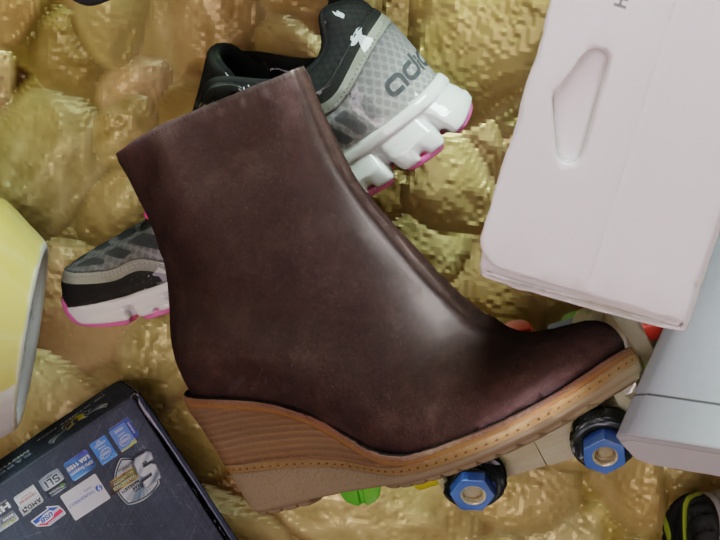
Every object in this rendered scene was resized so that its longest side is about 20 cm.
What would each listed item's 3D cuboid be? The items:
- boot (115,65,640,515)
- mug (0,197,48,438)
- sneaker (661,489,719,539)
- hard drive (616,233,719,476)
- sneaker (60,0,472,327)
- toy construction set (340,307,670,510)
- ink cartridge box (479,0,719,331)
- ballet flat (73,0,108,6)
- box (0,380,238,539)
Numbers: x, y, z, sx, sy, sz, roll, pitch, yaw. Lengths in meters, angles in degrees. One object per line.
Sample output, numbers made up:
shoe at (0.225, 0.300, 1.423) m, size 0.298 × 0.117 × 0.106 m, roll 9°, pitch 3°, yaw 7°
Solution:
boot at (0.000, 0.000, 1.046) m, size 0.200 × 0.072 × 0.167 m, roll -17°, pitch 92°, yaw 34°
mug at (-0.216, 0.016, 1.139) m, size 0.153 × 0.187 × 0.150 m, roll 10°, pitch 89°, yaw -3°
sneaker at (0.178, 0.188, 1.185) m, size 0.076 × 0.075 × 0.200 m, roll -7°, pitch 118°, yaw -10°
hard drive at (0.193, -0.009, 1.036) m, size 0.132 × 0.200 × 0.027 m, roll 6°, pitch 151°, yaw 43°
sneaker at (-0.054, -0.049, 1.141) m, size 0.200 × 0.074 × 0.088 m, roll -31°, pitch 97°, yaw 16°
toy construction set at (0.050, 0.040, 1.134) m, size 0.200 × 0.092 × 0.131 m, roll -9°, pitch 128°, yaw 29°
ink cartridge box at (0.113, -0.083, 1.031) m, size 0.086 × 0.200 × 0.147 m, roll 17°, pitch 111°, yaw 3°
ballet flat at (-0.046, -0.158, 1.108) m, size 0.200 × 0.073 × 0.073 m, roll -19°, pitch 105°, yaw 9°
box at (-0.143, 0.169, 1.198) m, size 0.200 × 0.051 × 0.158 m, roll -33°, pitch 103°, yaw -9°
